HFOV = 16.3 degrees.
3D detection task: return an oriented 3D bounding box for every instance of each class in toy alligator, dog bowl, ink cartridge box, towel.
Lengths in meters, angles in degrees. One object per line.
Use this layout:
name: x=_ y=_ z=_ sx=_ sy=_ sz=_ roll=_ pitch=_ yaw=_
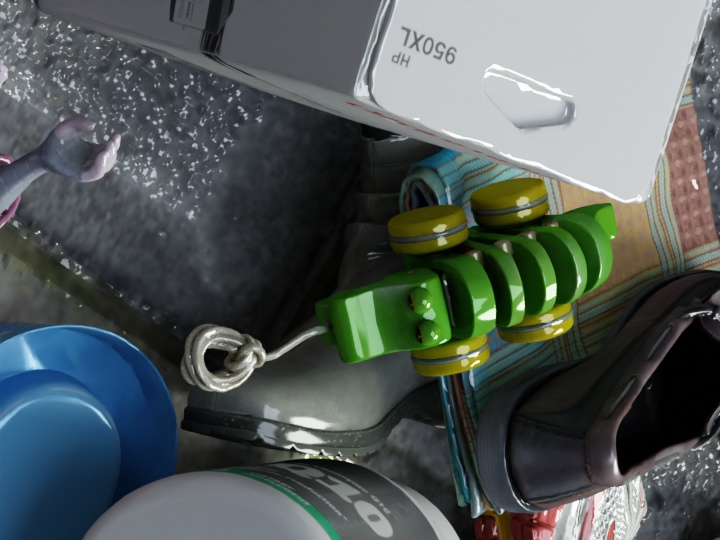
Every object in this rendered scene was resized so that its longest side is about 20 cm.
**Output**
toy alligator: x=0.030 y=0.010 z=0.936 sx=0.199 sy=0.054 sz=0.060 roll=-19 pitch=104 yaw=-31
dog bowl: x=-0.140 y=0.112 z=0.943 sx=0.111 sy=0.049 sz=0.201 roll=14 pitch=93 yaw=-40
ink cartridge box: x=0.003 y=-0.097 z=0.899 sx=0.144 sy=0.200 sz=0.085 roll=16 pitch=93 yaw=-41
towel: x=0.094 y=-0.001 z=1.055 sx=0.200 sy=0.022 sz=0.148 roll=-26 pitch=109 yaw=-46

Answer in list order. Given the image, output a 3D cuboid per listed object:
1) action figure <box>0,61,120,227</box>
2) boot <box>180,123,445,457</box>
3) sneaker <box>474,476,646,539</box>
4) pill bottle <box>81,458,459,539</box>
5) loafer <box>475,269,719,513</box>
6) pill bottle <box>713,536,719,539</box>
action figure: x=-0.179 y=-0.023 z=0.840 sx=0.149 sy=0.134 sz=0.200 roll=-52 pitch=174 yaw=36
boot: x=0.000 y=0.000 z=1.007 sx=0.200 sy=0.067 sz=0.132 roll=-9 pitch=105 yaw=-56
sneaker: x=0.093 y=0.125 z=1.115 sx=0.082 sy=0.078 sz=0.201 roll=-5 pitch=106 yaw=-39
pill bottle: x=-0.027 y=0.129 z=0.949 sx=0.200 sy=0.113 sz=0.114 roll=8 pitch=99 yaw=-74
loafer: x=0.126 y=0.051 z=1.028 sx=0.200 sy=0.063 sz=0.072 roll=-26 pitch=108 yaw=-47
pill bottle: x=0.242 y=0.202 z=1.236 sx=0.199 sy=0.110 sz=0.111 roll=23 pitch=88 yaw=-40
